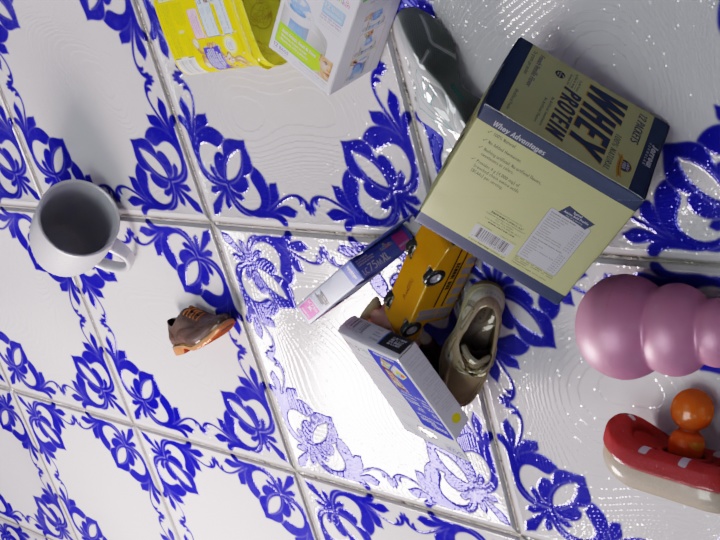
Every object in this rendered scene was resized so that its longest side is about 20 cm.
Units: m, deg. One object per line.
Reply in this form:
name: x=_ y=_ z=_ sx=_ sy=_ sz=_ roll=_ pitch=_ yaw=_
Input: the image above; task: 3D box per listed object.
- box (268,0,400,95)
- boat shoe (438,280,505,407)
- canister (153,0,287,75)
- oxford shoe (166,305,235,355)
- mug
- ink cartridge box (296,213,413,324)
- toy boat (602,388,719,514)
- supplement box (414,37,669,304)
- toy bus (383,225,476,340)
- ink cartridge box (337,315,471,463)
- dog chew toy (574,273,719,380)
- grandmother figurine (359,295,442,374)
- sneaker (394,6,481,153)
box: x=-0.022 y=-0.338 z=1.423 sx=0.112 sy=0.101 sz=0.201 roll=41 pitch=139 yaw=15
boat shoe: x=0.150 y=0.112 z=1.571 sx=0.072 sy=0.065 sz=0.201 roll=14 pitch=121 yaw=-2
canister: x=-0.187 y=-0.348 z=1.597 sx=0.199 sy=0.086 sz=0.149 roll=3 pitch=119 yaw=46
oxford shoe: x=-0.290 y=0.098 z=2.039 sx=0.200 sy=0.071 sz=0.073 roll=-22 pitch=96 yaw=51
mug: x=-0.504 y=-0.053 z=2.106 sx=0.199 sy=0.148 sz=0.175 roll=27 pitch=152 yaw=-14
ink cartridge box: x=0.000 y=0.000 z=1.632 sx=0.042 sy=0.119 sz=0.200 roll=52 pitch=141 yaw=4
toy boat: x=0.394 y=0.208 z=1.406 sx=0.199 sy=0.130 sz=0.132 roll=13 pitch=96 yaw=39
supplement box: x=0.201 y=-0.108 z=1.297 sx=0.199 sy=0.135 sz=0.200 roll=30 pitch=139 yaw=-1
toy bus: x=0.096 y=0.010 z=1.563 sx=0.065 sy=0.078 sz=0.201 roll=61 pitch=147 yaw=33
ink cartridge box: x=0.071 y=0.165 z=1.642 sx=0.200 sy=0.047 sz=0.197 roll=54 pitch=164 yaw=-23
dog chew toy: x=0.351 y=0.067 z=1.331 sx=0.199 sy=0.124 sz=0.125 roll=2 pitch=119 yaw=36
grandmother figurine: x=0.089 y=0.115 z=1.681 sx=0.200 sy=0.061 sz=0.121 roll=36 pitch=165 yaw=17
sneaker: x=0.089 y=-0.224 z=1.419 sx=0.080 sy=0.070 sz=0.201 roll=-19 pitch=103 yaw=53
